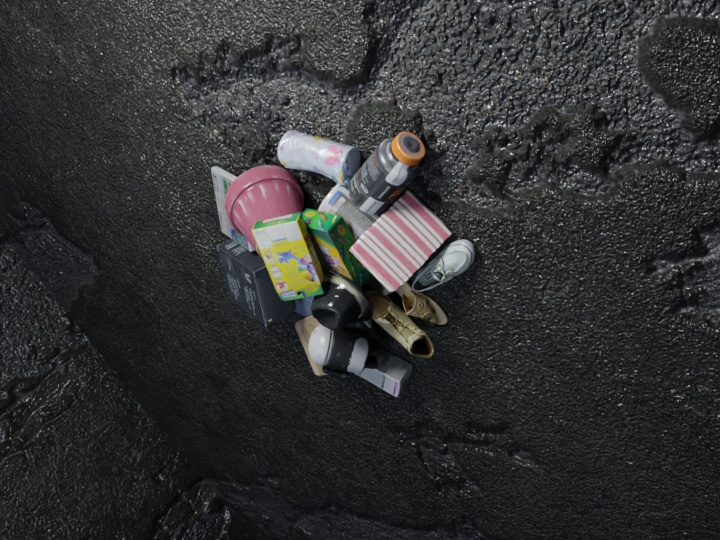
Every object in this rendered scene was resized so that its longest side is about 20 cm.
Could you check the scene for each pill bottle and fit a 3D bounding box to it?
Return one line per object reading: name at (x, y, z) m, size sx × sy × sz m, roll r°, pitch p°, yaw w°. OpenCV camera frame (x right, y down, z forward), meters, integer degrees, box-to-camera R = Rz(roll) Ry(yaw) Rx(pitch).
pill bottle at (0.060, -0.215, 1.381) m, size 0.106 × 0.106 × 0.200 m, roll 44°, pitch 141°, yaw -2°
pill bottle at (0.006, -0.114, 1.511) m, size 0.200 × 0.114 × 0.114 m, roll 40°, pitch 141°, yaw 3°

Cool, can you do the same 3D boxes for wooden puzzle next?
wooden puzzle at (-0.116, 0.222, 1.910) m, size 0.200 × 0.046 × 0.186 m, roll -26°, pitch 87°, yaw 62°

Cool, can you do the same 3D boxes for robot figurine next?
robot figurine at (-0.045, 0.215, 1.762) m, size 0.199 × 0.151 × 0.125 m, roll 12°, pitch 162°, yaw -9°

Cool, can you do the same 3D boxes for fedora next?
fedora at (-0.065, 0.086, 1.551) m, size 0.200 × 0.092 × 0.201 m, roll 32°, pitch 153°, yaw 18°

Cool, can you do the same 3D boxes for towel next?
towel at (0.092, -0.067, 1.447) m, size 0.146 × 0.200 × 0.030 m, roll 45°, pitch 176°, yaw -3°

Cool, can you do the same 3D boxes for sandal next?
sandal at (0.127, 0.083, 1.623) m, size 0.212 × 0.070 × 0.078 m, roll 46°, pitch 141°, yaw -4°

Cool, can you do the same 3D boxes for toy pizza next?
toy pizza at (-0.172, 0.057, 1.879) m, size 0.200 × 0.032 × 0.201 m, roll 24°, pitch 138°, yaw 23°

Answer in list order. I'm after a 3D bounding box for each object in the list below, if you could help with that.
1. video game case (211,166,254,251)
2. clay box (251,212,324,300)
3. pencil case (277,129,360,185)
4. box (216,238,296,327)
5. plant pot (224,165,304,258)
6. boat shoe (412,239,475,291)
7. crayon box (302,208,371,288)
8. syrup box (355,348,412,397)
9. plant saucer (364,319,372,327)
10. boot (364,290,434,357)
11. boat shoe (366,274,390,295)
video game case at (-0.351, -0.171, 1.756) m, size 0.182 × 0.024 × 0.201 m, roll 30°, pitch 132°, yaw 46°
clay box at (-0.162, -0.028, 1.472) m, size 0.114 × 0.048 × 0.201 m, roll -10°, pitch 120°, yaw 15°
pencil case at (-0.097, -0.265, 1.483) m, size 0.199 × 0.083 × 0.091 m, roll 21°, pitch 116°, yaw 25°
box at (-0.300, 0.023, 1.844) m, size 0.200 × 0.117 × 0.197 m, roll 31°, pitch 139°, yaw 40°
plant pot at (-0.221, -0.128, 1.571) m, size 0.200 × 0.199 × 0.179 m, roll 98°, pitch 152°, yaw -46°
boat shoe at (0.195, 0.000, 1.494) m, size 0.074 × 0.067 × 0.200 m, roll 43°, pitch 141°, yaw -1°
crayon box at (-0.064, -0.049, 1.513) m, size 0.119 × 0.058 × 0.200 m, roll 17°, pitch 146°, yaw 41°
syrup box at (0.046, 0.278, 1.859) m, size 0.200 × 0.079 × 0.082 m, roll 27°, pitch 139°, yaw 18°
plant saucer at (-0.028, 0.070, 1.718) m, size 0.200 × 0.050 × 0.200 m, roll 44°, pitch 175°, yaw 5°
boot at (0.094, 0.139, 1.616) m, size 0.200 × 0.073 × 0.155 m, roll 44°, pitch 180°, yaw -34°
boat shoe at (0.000, 0.000, 1.628) m, size 0.200 × 0.068 × 0.075 m, roll 40°, pitch 141°, yaw 20°
